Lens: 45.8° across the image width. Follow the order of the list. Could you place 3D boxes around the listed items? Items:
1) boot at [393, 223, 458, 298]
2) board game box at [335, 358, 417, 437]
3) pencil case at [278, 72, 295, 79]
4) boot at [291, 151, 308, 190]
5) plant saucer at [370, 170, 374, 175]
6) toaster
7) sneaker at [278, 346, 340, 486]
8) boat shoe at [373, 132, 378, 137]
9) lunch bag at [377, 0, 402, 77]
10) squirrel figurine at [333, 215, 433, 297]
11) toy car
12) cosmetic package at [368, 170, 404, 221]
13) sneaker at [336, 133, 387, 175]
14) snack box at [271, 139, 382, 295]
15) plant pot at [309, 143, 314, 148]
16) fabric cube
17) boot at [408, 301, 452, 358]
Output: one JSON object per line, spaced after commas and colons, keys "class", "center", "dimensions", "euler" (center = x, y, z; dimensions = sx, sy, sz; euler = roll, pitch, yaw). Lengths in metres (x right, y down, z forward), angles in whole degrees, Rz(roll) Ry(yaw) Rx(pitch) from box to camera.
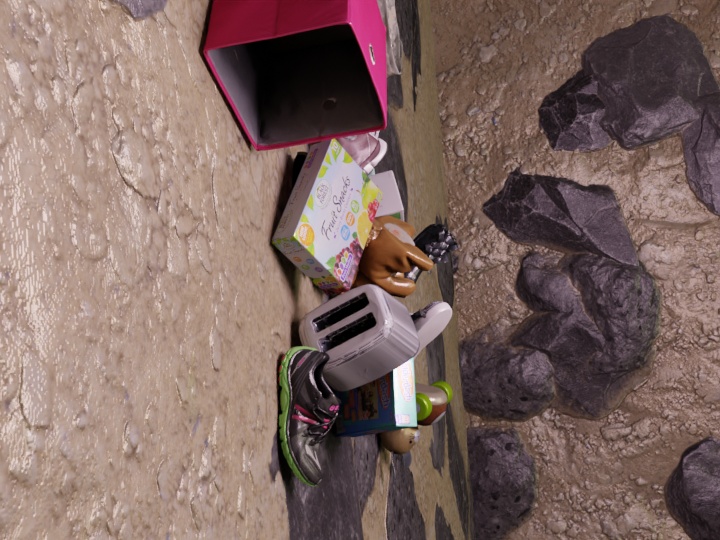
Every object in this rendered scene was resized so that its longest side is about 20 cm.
{"class": "boot", "center": [0.094, -0.025, 1.710], "dimensions": [0.073, 0.162, 0.198], "euler": [51, -17, -22]}
{"class": "board game box", "center": [0.021, 0.197, 1.442], "dimensions": [0.200, 0.045, 0.153], "euler": [-25, -118, 57]}
{"class": "pencil case", "center": [-0.087, -0.303, 1.365], "dimensions": [0.200, 0.088, 0.089], "euler": [-70, 152, -60]}
{"class": "boot", "center": [-0.082, -0.096, 1.390], "dimensions": [0.097, 0.074, 0.201], "euler": [22, 69, -49]}
{"class": "plant saucer", "center": [-0.005, -0.221, 1.745], "dimensions": [0.019, 0.070, 0.201], "euler": [-26, 112, -46]}
{"class": "toaster", "center": [0.001, 0.100, 1.316], "dimensions": [0.129, 0.199, 0.114], "euler": [41, 26, -59]}
{"class": "sneaker", "center": [-0.070, 0.209, 1.221], "dimensions": [0.077, 0.083, 0.201], "euler": [15, 70, -76]}
{"class": "boat shoe", "center": [0.007, -0.224, 1.673], "dimensions": [0.200, 0.065, 0.074], "euler": [100, -17, -54]}
{"class": "lunch bag", "center": [-0.014, -0.441, 1.559], "dimensions": [0.118, 0.163, 0.201], "euler": [-42, 126, -72]}
{"class": "squirrel figurine", "center": [0.000, 0.000, 1.502], "dimensions": [0.199, 0.187, 0.142], "euler": [20, 25, -34]}
{"class": "toy car", "center": [0.102, 0.341, 1.824], "dimensions": [0.164, 0.157, 0.201], "euler": [-10, 106, -65]}
{"class": "cosmetic package", "center": [0.026, -0.112, 1.635], "dimensions": [0.200, 0.107, 0.085], "euler": [68, 7, -75]}
{"class": "sneaker", "center": [-0.049, -0.181, 1.492], "dimensions": [0.115, 0.076, 0.200], "euler": [42, 69, -14]}
{"class": "snack box", "center": [-0.047, -0.085, 1.324], "dimensions": [0.142, 0.053, 0.201], "euler": [44, 50, -35]}
{"class": "plant pot", "center": [-0.056, -0.225, 1.595], "dimensions": [0.200, 0.027, 0.201], "euler": [-6, 90, -77]}
{"class": "fabric cube", "center": [-0.076, -0.311, 1.151], "dimensions": [0.197, 0.199, 0.200], "euler": [65, 22, -53]}
{"class": "boot", "center": [0.074, 0.096, 1.461], "dimensions": [0.072, 0.200, 0.091], "euler": [-5, 54, -42]}
